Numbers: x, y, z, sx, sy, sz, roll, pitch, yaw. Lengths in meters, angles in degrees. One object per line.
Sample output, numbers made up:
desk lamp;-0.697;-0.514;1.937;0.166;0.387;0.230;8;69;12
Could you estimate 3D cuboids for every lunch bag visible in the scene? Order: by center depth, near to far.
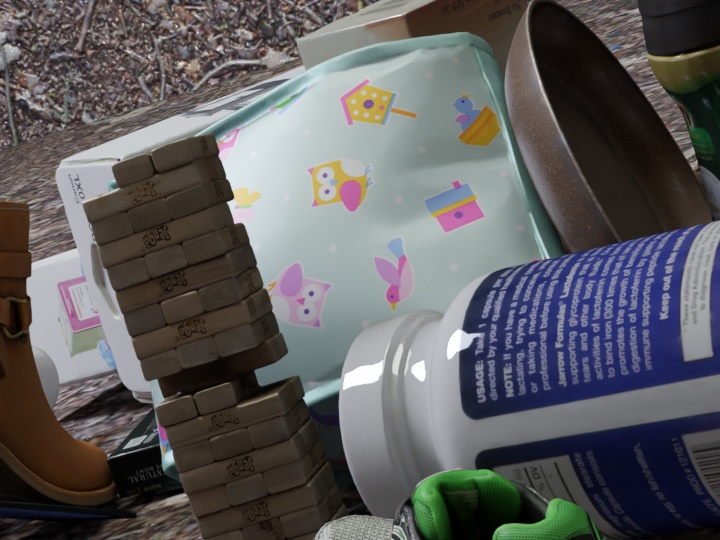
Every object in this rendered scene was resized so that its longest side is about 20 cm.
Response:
lunch bag;0.000;0.000;1.102;0.199;0.171;0.122;-26;-31;17

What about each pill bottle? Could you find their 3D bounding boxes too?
pill bottle;0.098;0.048;0.934;0.199;0.116;0.116;-12;13;31

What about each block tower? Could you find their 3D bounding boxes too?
block tower;-0.058;0.046;1.008;0.054;0.201;0.058;-18;2;11

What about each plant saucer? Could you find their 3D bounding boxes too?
plant saucer;0.122;-0.034;1.109;0.032;0.201;0.200;-30;7;20

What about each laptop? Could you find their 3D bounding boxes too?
laptop;-0.230;0.163;1.159;0.200;0.103;0.177;-50;11;-18

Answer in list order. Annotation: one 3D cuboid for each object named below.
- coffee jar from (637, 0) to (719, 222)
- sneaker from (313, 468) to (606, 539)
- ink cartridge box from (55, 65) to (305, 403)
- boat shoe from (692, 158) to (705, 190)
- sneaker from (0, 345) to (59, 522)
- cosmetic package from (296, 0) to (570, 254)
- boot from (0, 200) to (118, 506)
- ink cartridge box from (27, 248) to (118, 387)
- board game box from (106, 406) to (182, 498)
coffee jar;0.194;-0.054;1.044;0.104;0.201;0.085;-19;11;-2
sneaker;0.038;0.105;0.844;0.078;0.086;0.200;-25;11;-27
ink cartridge box;-0.051;-0.027;1.336;0.199;0.146;0.083;-24;14;-30
boat shoe;0.224;-0.054;1.369;0.072;0.060;0.200;-13;12;33
sneaker;-0.208;0.103;1.347;0.114;0.073;0.200;-9;24;35
cosmetic package;0.055;-0.053;1.290;0.087;0.201;0.103;-7;17;44
boot;-0.183;0.042;1.219;0.073;0.156;0.200;-1;-9;26
ink cartridge box;-0.115;0.011;1.506;0.199;0.085;0.144;-14;1;41
board game box;-0.050;0.068;1.330;0.135;0.028;0.200;-16;11;15
